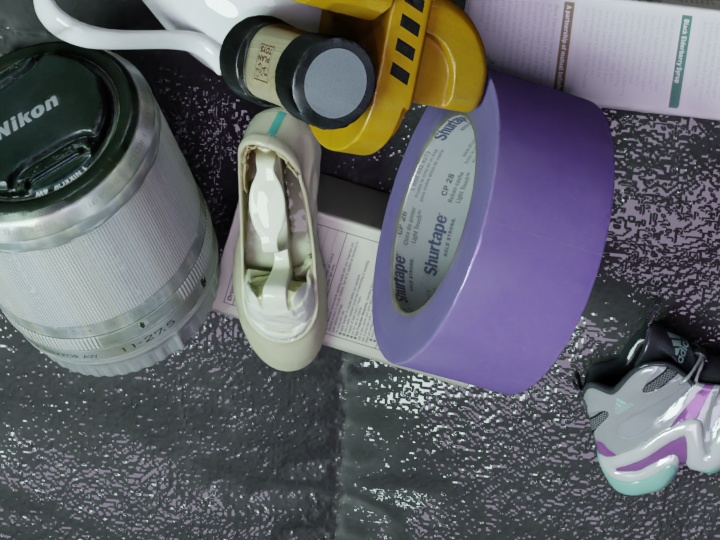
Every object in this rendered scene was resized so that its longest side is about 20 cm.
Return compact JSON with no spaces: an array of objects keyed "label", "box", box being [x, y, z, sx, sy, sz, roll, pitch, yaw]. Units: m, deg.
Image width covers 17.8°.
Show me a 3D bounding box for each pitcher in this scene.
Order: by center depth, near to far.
[{"label":"pitcher","box":[-0.106,-0.183,1.521,0.199,0.172,0.121,29,148,-6]}]

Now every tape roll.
[{"label":"tape roll","box":[0.083,-0.026,1.493,0.084,0.200,0.201,16,116,-17]}]

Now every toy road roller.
[{"label":"toy road roller","box":[0.009,-0.173,1.438,0.145,0.123,0.202,8,98,-29]}]

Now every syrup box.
[{"label":"syrup box","box":[0.168,-0.158,1.551,0.198,0.079,0.082,8,115,2]}]

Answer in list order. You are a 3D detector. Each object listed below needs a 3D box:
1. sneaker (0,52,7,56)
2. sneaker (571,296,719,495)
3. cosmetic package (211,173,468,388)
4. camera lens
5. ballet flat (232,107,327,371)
[{"label":"sneaker","box":[-0.305,-0.082,1.647,0.199,0.075,0.100,-31,102,9]},{"label":"sneaker","box":[0.248,0.074,1.652,0.199,0.078,0.141,-20,112,14]},{"label":"cosmetic package","box":[0.000,0.000,1.645,0.199,0.073,0.104,18,115,-2]},{"label":"camera lens","box":[-0.190,-0.042,1.540,0.159,0.161,0.200,-10,144,10]},{"label":"ballet flat","box":[-0.058,-0.011,1.570,0.069,0.070,0.201,0,114,6]}]
